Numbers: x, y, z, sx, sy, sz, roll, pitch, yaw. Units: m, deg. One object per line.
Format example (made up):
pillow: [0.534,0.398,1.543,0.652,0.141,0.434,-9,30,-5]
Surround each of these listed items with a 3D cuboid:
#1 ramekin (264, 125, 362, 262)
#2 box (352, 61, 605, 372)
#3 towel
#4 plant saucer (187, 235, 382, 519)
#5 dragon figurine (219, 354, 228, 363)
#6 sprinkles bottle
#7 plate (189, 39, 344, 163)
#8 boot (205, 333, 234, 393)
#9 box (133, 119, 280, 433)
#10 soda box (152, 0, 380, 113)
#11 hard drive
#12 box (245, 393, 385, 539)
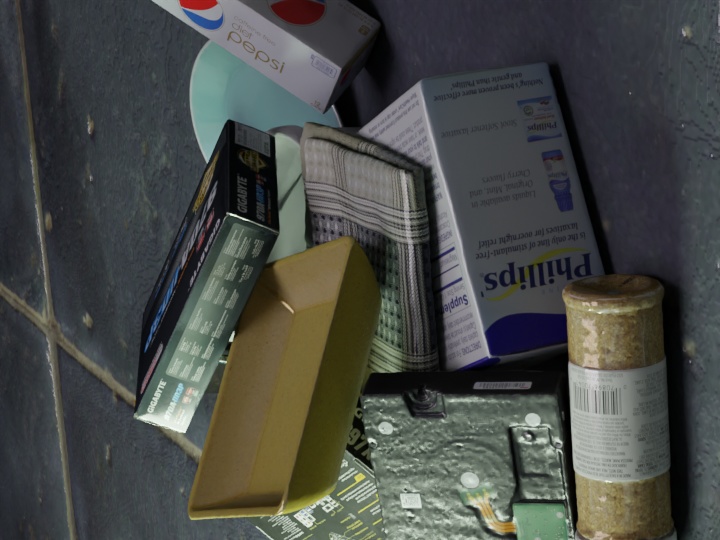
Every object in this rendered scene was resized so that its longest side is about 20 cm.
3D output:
ramekin: [-0.013,-0.026,1.683,0.202,0.094,0.203,40,138,50]
box: [0.078,-0.025,1.476,0.184,0.105,0.200,148,110,-67]
towel: [0.000,0.000,1.493,0.200,0.034,0.193,-151,53,-63]
plant saucer: [-0.048,0.087,1.476,0.200,0.048,0.200,-16,57,65]
dragon figurine: [-0.031,0.098,1.626,0.200,0.059,0.099,37,154,11]
sprinkles bottle: [0.173,0.106,1.367,0.068,0.068,0.200,23,120,62]
plate: [-0.074,-0.123,1.817,0.200,0.026,0.200,27,132,35]
boot: [-0.102,0.016,1.781,0.188,0.068,0.200,59,-155,-62]
box: [-0.121,0.003,1.621,0.159,0.046,0.200,-95,28,-59]
soda box: [-0.087,-0.219,1.683,0.200,0.068,0.064,34,144,5]
hard drive: [0.083,0.161,1.428,0.038,0.140,0.200,-62,-34,-58]
box: [0.005,0.185,1.563,0.160,0.049,0.200,38,148,-6]
